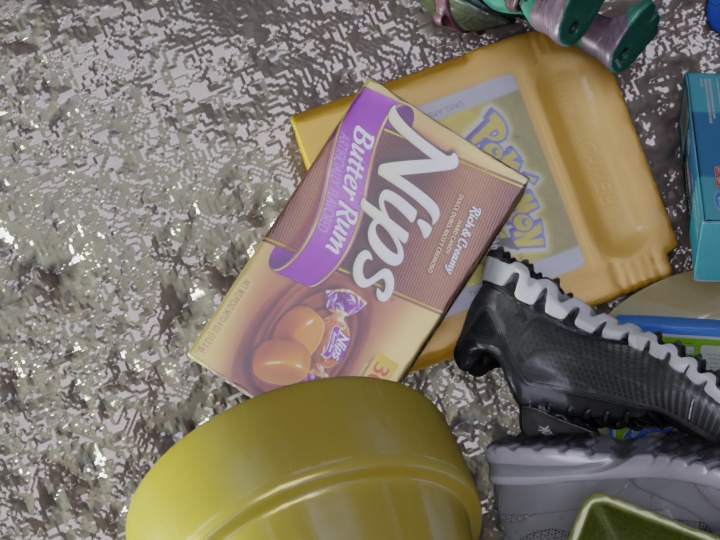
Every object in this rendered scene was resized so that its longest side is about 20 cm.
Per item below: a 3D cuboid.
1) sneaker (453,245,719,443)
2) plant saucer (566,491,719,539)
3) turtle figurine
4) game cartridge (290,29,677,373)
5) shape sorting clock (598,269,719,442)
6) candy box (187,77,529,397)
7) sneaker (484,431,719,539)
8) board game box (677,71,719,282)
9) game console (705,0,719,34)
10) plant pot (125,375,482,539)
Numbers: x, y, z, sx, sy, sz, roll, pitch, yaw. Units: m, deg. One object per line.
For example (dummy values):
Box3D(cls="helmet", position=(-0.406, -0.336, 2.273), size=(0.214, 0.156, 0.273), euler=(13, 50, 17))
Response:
Box3D(cls="sneaker", position=(0.138, 0.068, 1.341), size=(0.200, 0.066, 0.091), euler=(30, 86, 26))
Box3D(cls="plant saucer", position=(0.186, 0.251, 1.282), size=(0.200, 0.048, 0.200), euler=(20, 84, 12))
Box3D(cls="turtle figurine", position=(0.080, -0.190, 1.400), size=(0.200, 0.150, 0.101), euler=(36, 119, 34))
Box3D(cls="game cartridge", position=(0.078, -0.047, 1.420), size=(0.200, 0.032, 0.176), euler=(-20, 84, 0))
Box3D(cls="shape sorting clock", position=(0.220, 0.097, 1.381), size=(0.200, 0.039, 0.200), euler=(0, 91, 15))
Box3D(cls="candy box", position=(0.000, 0.000, 1.374), size=(0.117, 0.056, 0.200), euler=(33, 86, 4))
Box3D(cls="sneaker", position=(0.172, 0.140, 1.346), size=(0.200, 0.075, 0.082), euler=(2, 101, 26))
Box3D(cls="board game box", position=(0.295, -0.053, 1.365), size=(0.200, 0.047, 0.151), euler=(3, 40, 1))
Box3D(cls="game console", position=(0.335, -0.216, 1.441), size=(0.200, 0.118, 0.171), euler=(18, 115, 3))
Box3D(cls="plant pot", position=(-0.012, 0.193, 1.278), size=(0.201, 0.201, 0.189), euler=(-22, 53, -1))
